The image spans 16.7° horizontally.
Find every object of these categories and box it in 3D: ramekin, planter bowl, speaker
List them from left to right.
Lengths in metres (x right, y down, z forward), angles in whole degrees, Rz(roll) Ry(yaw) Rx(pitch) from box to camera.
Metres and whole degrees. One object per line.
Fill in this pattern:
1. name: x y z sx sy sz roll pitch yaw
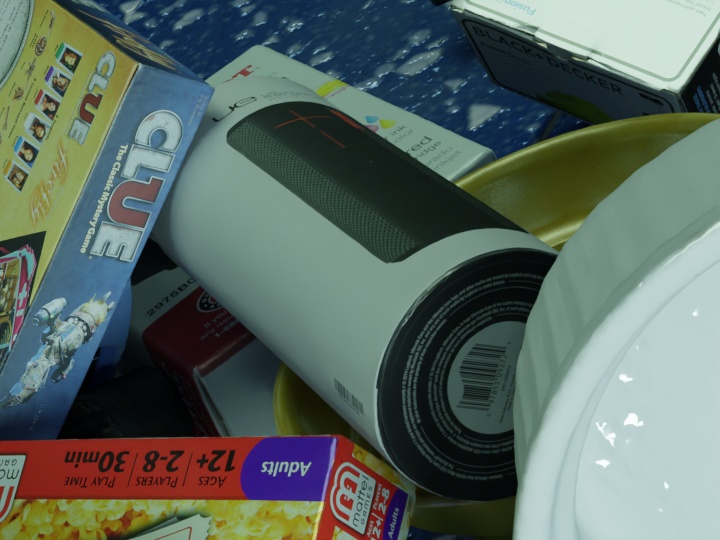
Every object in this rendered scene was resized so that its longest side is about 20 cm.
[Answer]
1. speaker: 0.000 0.000 0.785 0.081 0.081 0.200 -34 29 -10
2. planter bowl: 0.077 0.039 0.824 0.200 0.084 0.200 -20 30 12
3. ramekin: 0.134 0.049 0.653 0.200 0.201 0.098 -25 21 6

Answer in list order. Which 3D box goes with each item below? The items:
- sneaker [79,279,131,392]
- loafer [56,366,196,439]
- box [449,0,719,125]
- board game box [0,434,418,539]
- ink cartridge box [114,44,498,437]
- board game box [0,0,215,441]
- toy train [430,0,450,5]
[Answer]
1. sneaker: -0.150 0.031 0.951 0.078 0.070 0.200 -5 -25 -27
2. loafer: -0.134 0.097 0.928 0.200 0.070 0.068 -24 -2 40
3. box: 0.141 -0.151 1.011 0.117 0.060 0.200 24 72 32
4. board game box: -0.074 0.150 0.734 0.151 0.046 0.200 -5 63 36
5. ink cartridge box: -0.037 -0.002 0.986 0.146 0.083 0.200 -37 31 -15
6. board game box: -0.137 -0.003 0.874 0.135 0.035 0.200 38 106 47
7. toy train: 0.118 -0.180 1.148 0.200 0.085 0.114 -22 20 11
